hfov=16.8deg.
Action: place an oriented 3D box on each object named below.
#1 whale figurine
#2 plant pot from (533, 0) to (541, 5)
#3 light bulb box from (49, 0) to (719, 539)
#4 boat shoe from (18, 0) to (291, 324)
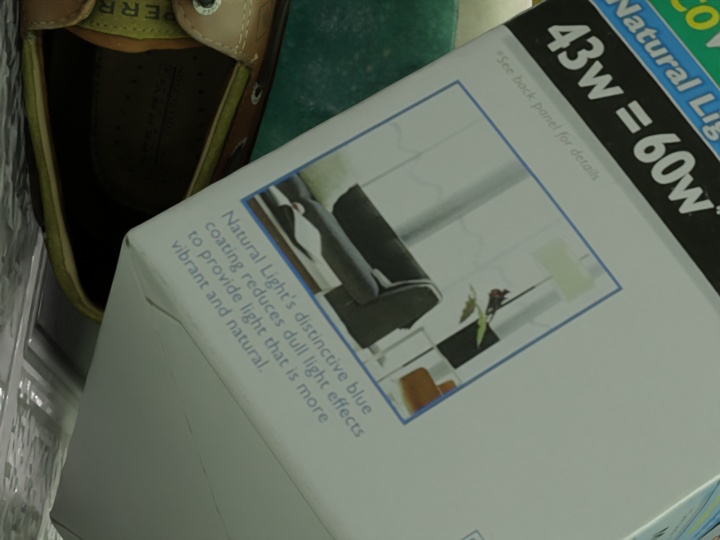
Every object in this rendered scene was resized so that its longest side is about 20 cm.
[{"bbox_3d":[-0.021,-0.058,0.800,0.159,0.103,0.200,-111,-146,-44],"label":"whale figurine"},{"bbox_3d":[0.077,-0.177,0.994,0.200,0.194,0.196,37,35,-49],"label":"plant pot"},{"bbox_3d":[0.040,0.031,0.644,0.200,0.125,0.198,-30,166,-23],"label":"light bulb box"},{"bbox_3d":[-0.043,-0.074,0.569,0.068,0.072,0.200,-78,174,-50],"label":"boat shoe"}]
